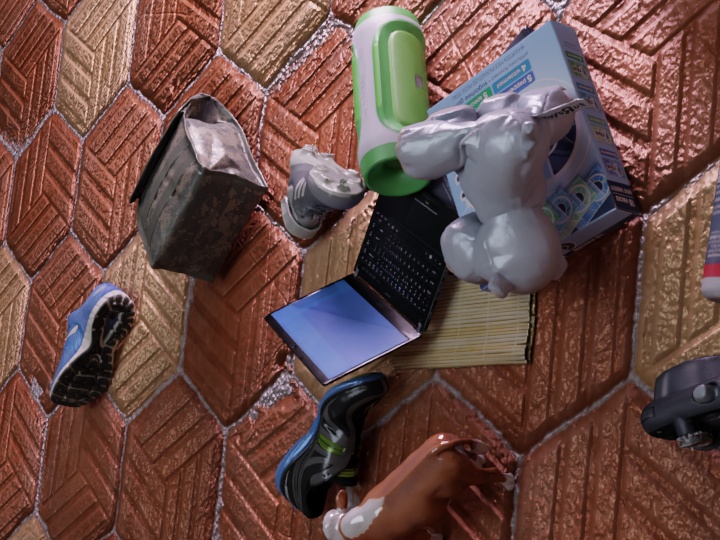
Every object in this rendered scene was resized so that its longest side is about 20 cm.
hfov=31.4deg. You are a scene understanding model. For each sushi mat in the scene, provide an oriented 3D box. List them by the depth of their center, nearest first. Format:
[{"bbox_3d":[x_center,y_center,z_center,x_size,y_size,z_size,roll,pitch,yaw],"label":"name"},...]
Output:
[{"bbox_3d":[0.102,0.050,1.302,0.199,0.012,0.097,-9,74,50],"label":"sushi mat"}]

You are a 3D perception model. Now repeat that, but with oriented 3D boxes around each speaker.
[{"bbox_3d":[0.034,-0.183,1.370,0.088,0.088,0.203,-34,48,41],"label":"speaker"}]

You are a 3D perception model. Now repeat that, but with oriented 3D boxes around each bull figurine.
[{"bbox_3d":[0.052,0.222,1.234,0.200,0.120,0.066,-43,50,36],"label":"bull figurine"}]

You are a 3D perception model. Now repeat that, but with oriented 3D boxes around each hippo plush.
[{"bbox_3d":[0.140,-0.067,1.129,0.199,0.158,0.163,2,111,50],"label":"hippo plush"}]

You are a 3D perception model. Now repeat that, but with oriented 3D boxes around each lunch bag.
[{"bbox_3d":[-0.221,-0.117,1.666,0.165,0.116,0.201,-56,38,26],"label":"lunch bag"}]

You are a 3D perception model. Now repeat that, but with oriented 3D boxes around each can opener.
[{"bbox_3d":[0.305,0.092,1.001,0.199,0.063,0.080,-25,62,46],"label":"can opener"}]

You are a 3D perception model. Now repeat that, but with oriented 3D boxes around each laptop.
[{"bbox_3d":[0.000,0.000,1.351,0.177,0.102,0.203,41,116,56],"label":"laptop"}]

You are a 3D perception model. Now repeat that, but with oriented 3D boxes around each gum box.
[{"bbox_3d":[0.159,-0.105,1.217,0.169,0.044,0.203,-32,63,38],"label":"gum box"}]

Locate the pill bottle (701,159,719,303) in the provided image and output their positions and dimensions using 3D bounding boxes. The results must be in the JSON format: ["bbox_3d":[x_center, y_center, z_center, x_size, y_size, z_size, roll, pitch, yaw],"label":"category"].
[{"bbox_3d":[0.330,-0.070,0.966,0.119,0.118,0.203,6,85,51],"label":"pill bottle"}]

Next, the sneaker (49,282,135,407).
[{"bbox_3d":[-0.395,0.108,1.865,0.202,0.078,0.089,-60,35,10],"label":"sneaker"}]

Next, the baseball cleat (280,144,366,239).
[{"bbox_3d":[-0.043,-0.078,1.460,0.200,0.069,0.108,-122,44,-69],"label":"baseball cleat"}]

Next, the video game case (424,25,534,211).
[{"bbox_3d":[0.138,-0.126,1.299,0.200,0.019,0.144,-50,47,32],"label":"video game case"}]

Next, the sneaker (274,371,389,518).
[{"bbox_3d":[-0.020,0.188,1.385,0.083,0.070,0.201,48,120,29],"label":"sneaker"}]
